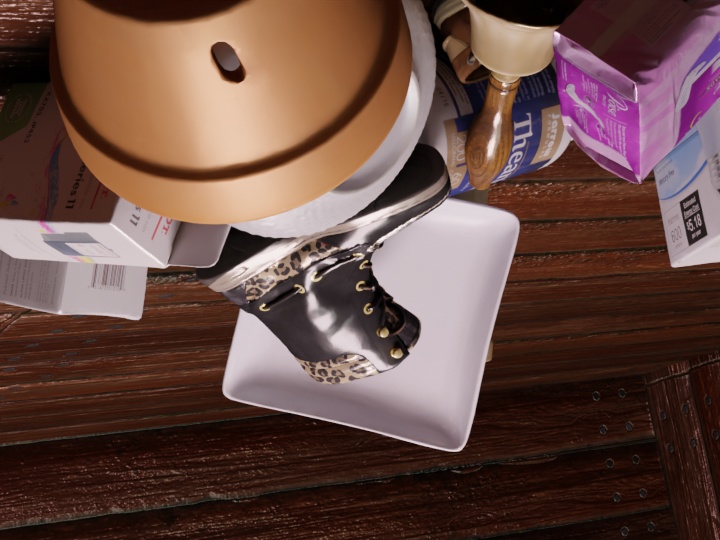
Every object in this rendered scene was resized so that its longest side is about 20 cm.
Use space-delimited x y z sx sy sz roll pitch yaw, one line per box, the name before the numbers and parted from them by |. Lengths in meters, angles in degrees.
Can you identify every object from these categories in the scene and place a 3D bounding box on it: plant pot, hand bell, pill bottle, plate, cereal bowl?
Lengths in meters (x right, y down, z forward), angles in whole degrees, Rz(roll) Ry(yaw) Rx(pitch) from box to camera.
plant pot | -0.079 -0.143 0.804 0.200 0.200 0.140 -11 152 3
hand bell | 0.094 -0.124 1.024 0.104 0.104 0.200 -7 143 -14
pill bottle | 0.093 -0.121 1.168 0.200 0.111 0.111 -18 175 -35
plate | 0.007 0.026 1.205 0.199 0.200 0.032 13 -166 2
cereal bowl | -0.024 -0.105 0.965 0.200 0.200 0.083 3 -155 -47

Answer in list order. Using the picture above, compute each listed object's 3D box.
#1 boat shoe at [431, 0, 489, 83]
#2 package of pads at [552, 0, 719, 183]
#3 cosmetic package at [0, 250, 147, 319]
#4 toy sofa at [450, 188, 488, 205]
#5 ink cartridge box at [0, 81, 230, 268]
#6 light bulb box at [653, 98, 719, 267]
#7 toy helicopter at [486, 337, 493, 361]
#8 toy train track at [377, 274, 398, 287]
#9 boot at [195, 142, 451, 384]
boat shoe | 0.148 -0.180 1.062 0.200 0.074 0.076 -16 167 26
package of pads | 0.206 -0.160 0.941 0.200 0.076 0.121 -46 153 -14
cosmetic package | -0.292 -0.013 1.308 0.200 0.081 0.113 8 179 30
toy sofa | 0.021 -0.044 1.297 0.098 0.083 0.200 18 148 -18
ink cartridge box | -0.174 -0.068 1.060 0.200 0.117 0.067 3 154 36
light bulb box | 0.305 -0.125 1.152 0.125 0.200 0.198 -6 168 -11
toy helicopter | 0.013 0.054 1.294 0.200 0.079 0.132 7 -174 11
toy train track | -0.065 -0.010 1.250 0.200 0.033 0.115 17 157 14
boot | 0.000 0.000 1.114 0.200 0.073 0.151 -26 128 17
